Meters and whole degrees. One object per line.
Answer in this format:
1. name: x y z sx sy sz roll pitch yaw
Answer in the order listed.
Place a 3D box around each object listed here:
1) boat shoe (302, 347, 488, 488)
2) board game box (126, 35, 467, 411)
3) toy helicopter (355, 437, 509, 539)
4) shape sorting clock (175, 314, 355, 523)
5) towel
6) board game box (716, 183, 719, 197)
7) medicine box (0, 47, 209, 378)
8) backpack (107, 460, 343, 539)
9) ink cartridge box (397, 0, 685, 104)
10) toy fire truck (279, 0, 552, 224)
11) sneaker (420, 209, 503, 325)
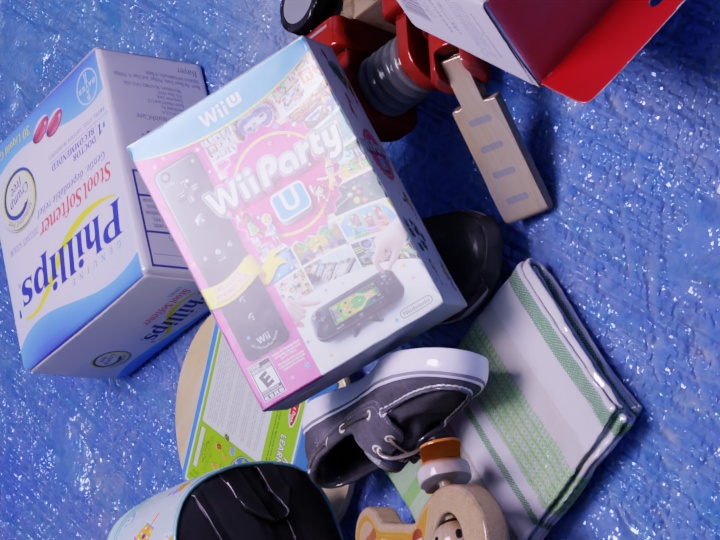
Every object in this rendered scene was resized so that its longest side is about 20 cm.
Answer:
1. boat shoe: 0.019 0.104 1.569 0.200 0.070 0.066 -26 56 52
2. board game box: -0.043 -0.029 1.549 0.147 0.064 0.200 -31 79 15
3. toy helicopter: 0.043 0.172 1.538 0.200 0.079 0.133 176 91 -66
4. shape sorting clock: -0.069 0.117 1.739 0.200 0.039 0.201 1 91 50
5. towel: 0.097 0.112 1.554 0.200 0.031 0.149 -58 43 31
6. board game box: 0.313 -0.079 1.287 0.196 0.056 0.200 45 119 44
7. medicine box: -0.196 -0.042 1.865 0.182 0.103 0.201 -37 57 42
8. backpack: -0.087 0.237 1.626 0.153 0.176 0.201 -17 85 46
9. ink cartridge box: 0.131 -0.219 1.436 0.200 0.084 0.175 -49 43 -9
10. toy fire truck: 0.045 -0.126 1.588 0.176 0.128 0.201 -33 51 44
11. sneaker: 0.000 0.000 1.601 0.200 0.115 0.076 -16 70 53
